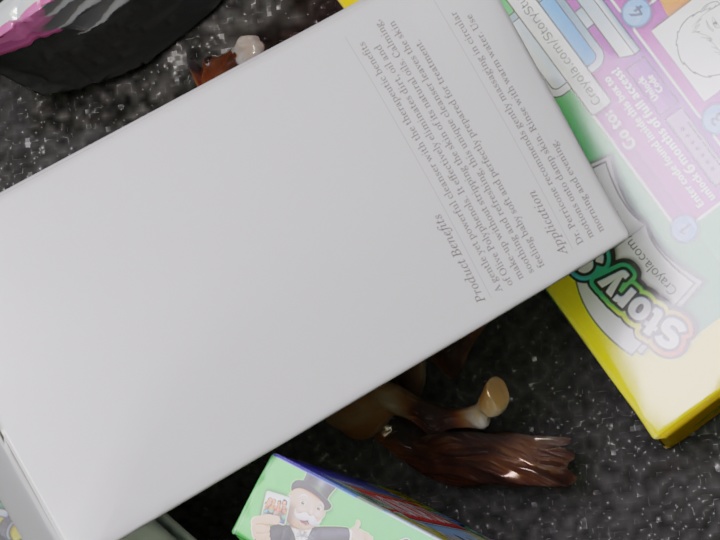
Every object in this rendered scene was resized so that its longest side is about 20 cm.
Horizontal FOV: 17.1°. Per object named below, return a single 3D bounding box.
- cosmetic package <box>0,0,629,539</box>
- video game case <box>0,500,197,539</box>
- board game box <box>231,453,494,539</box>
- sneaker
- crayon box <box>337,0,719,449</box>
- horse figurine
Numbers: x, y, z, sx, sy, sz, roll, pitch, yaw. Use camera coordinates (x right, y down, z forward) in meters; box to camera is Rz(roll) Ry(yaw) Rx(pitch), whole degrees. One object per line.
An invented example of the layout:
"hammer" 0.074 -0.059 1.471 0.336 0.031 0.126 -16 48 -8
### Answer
"cosmetic package" -0.033 -0.003 0.732 0.199 0.085 0.108 -28 90 -15
"video game case" -0.125 0.156 0.798 0.182 0.023 0.200 43 103 -13
"board game box" 0.045 0.107 0.776 0.134 0.200 0.029 27 88 13
"sneaker" -0.077 -0.151 0.904 0.200 0.080 0.086 -38 66 -2
"crayon box" 0.117 -0.068 0.853 0.172 0.058 0.200 -37 78 7
"horse figurine" 0.000 0.000 0.855 0.050 0.132 0.201 -27 91 -33
